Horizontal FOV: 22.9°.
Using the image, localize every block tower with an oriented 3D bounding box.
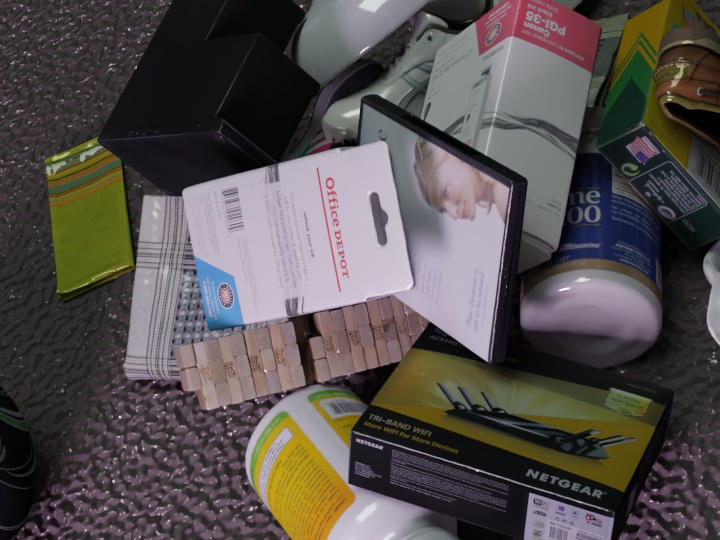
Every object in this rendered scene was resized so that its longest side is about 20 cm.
[{"bbox_3d":[-0.043,0.062,1.398,0.199,0.054,0.058,-13,0,-12],"label":"block tower"}]

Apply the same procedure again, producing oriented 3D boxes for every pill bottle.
[{"bbox_3d":[0.003,0.184,1.340,0.111,0.111,0.200,-39,44,-6],"label":"pill bottle"},{"bbox_3d":[0.185,-0.032,1.423,0.110,0.111,0.201,-12,48,21],"label":"pill bottle"}]

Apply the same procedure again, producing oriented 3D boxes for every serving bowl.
[{"bbox_3d":[0.010,-0.243,1.592,0.200,0.066,0.200,-38,8,6],"label":"serving bowl"}]

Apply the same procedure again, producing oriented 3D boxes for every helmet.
[{"bbox_3d":[-0.370,0.166,1.517,0.198,0.191,0.202,-1,81,6],"label":"helmet"}]

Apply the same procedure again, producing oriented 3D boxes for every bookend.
[{"bbox_3d":[-0.101,-0.172,1.519,0.198,0.092,0.201,1,60,52],"label":"bookend"}]

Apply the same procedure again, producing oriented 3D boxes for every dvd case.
[{"bbox_3d":[0.053,-0.035,1.334,0.017,0.144,0.200,-10,28,-31],"label":"dvd case"}]

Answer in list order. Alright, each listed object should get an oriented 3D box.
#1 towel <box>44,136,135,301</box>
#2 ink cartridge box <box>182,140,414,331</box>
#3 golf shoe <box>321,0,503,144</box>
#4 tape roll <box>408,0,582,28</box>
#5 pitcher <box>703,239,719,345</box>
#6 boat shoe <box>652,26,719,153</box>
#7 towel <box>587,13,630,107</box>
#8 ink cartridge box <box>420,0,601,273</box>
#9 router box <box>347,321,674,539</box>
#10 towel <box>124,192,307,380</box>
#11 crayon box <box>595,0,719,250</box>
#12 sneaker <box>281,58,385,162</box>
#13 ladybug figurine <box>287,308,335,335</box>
[{"bbox_3d":[-0.273,-0.058,1.779,0.086,0.018,0.201,-25,45,10],"label":"towel"},{"bbox_3d":[-0.033,-0.028,1.356,0.199,0.068,0.117,-11,90,36],"label":"ink cartridge box"},{"bbox_3d":[0.051,-0.179,1.544,0.199,0.098,0.078,-22,28,1],"label":"golf shoe"},{"bbox_3d":[0.136,-0.284,1.704,0.202,0.037,0.203,-19,36,15],"label":"tape roll"},{"bbox_3d":[0.351,-0.018,1.324,0.199,0.121,0.172,-33,27,17],"label":"pitcher"},{"bbox_3d":[0.305,-0.110,1.383,0.072,0.199,0.068,-33,37,55],"label":"boat shoe"},{"bbox_3d":[0.141,-0.162,1.592,0.199,0.035,0.193,-8,29,25],"label":"towel"},{"bbox_3d":[0.106,-0.099,1.410,0.146,0.082,0.201,-29,42,59],"label":"ink cartridge box"},{"bbox_3d":[0.111,0.121,1.295,0.199,0.053,0.157,15,34,18],"label":"router box"},{"bbox_3d":[-0.121,-0.002,1.565,0.191,0.034,0.202,-1,74,34],"label":"towel"},{"bbox_3d":[0.260,-0.130,1.437,0.051,0.127,0.201,-27,29,38],"label":"crayon box"},{"bbox_3d":[0.001,-0.108,1.616,0.120,0.084,0.201,13,61,37],"label":"sneaker"},{"bbox_3d":[0.000,0.000,1.476,0.072,0.199,0.137,173,119,-79],"label":"ladybug figurine"}]
